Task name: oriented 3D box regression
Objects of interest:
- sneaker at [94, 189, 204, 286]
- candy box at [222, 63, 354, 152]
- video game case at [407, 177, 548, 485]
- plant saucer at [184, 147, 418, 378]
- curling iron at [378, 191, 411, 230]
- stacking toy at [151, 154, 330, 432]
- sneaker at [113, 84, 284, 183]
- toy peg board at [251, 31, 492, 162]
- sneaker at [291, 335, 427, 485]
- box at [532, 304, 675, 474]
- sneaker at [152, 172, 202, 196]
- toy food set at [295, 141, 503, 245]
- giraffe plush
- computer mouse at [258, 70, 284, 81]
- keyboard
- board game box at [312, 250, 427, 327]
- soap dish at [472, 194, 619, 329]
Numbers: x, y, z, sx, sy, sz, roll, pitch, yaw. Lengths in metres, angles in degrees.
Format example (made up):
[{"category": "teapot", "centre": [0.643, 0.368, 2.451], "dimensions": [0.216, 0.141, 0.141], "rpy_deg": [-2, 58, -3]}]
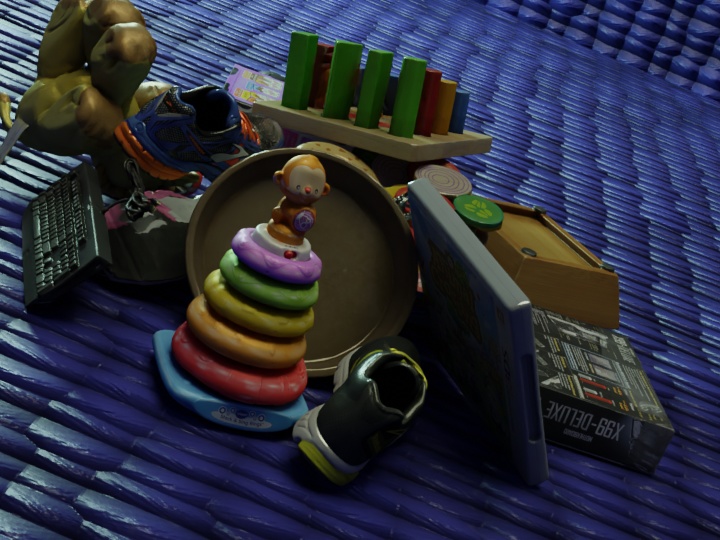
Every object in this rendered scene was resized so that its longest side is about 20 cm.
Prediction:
[{"category": "sneaker", "centre": [-0.156, -0.025, 1.308], "dimensions": [0.199, 0.086, 0.081], "rpy_deg": [-14, 79, -36]}, {"category": "candy box", "centre": [-0.071, -0.157, 1.734], "dimensions": [0.199, 0.072, 0.168], "rpy_deg": [20, 19, -5]}, {"category": "video game case", "centre": [0.094, 0.048, 1.222], "dimensions": [0.022, 0.183, 0.200], "rpy_deg": [-19, 37, -12]}, {"category": "plant saucer", "centre": [-0.049, -0.005, 1.250], "dimensions": [0.199, 0.201, 0.029], "rpy_deg": [19, -24, -8]}, {"category": "curling iron", "centre": [-0.003, -0.030, 1.372], "dimensions": [0.049, 0.200, 0.026], "rpy_deg": [-30, 91, -35]}, {"category": "stacking toy", "centre": [-0.068, 0.008, 1.105], "dimensions": [0.115, 0.201, 0.110], "rpy_deg": [14, 20, -24]}, {"category": "sneaker", "centre": [-0.125, -0.122, 1.329], "dimensions": [0.076, 0.078, 0.200], "rpy_deg": [54, 27, 15]}, {"category": "toy peg board", "centre": [0.022, -0.191, 1.602], "dimensions": [0.199, 0.099, 0.199], "rpy_deg": [18, 15, 25]}, {"category": "sneaker", "centre": [0.021, 0.094, 1.129], "dimensions": [0.075, 0.084, 0.200], "rpy_deg": [49, 25, -5]}, {"category": "box", "centre": [0.187, 0.097, 1.377], "dimensions": [0.157, 0.050, 0.200], "rpy_deg": [19, 20, -11]}, {"category": "sneaker", "centre": [-0.193, -0.133, 1.539], "dimensions": [0.084, 0.077, 0.200], "rpy_deg": [15, 20, -34]}, {"category": "toy food set", "centre": [0.037, -0.069, 1.490], "dimensions": [0.197, 0.049, 0.200], "rpy_deg": [-9, 38, -36]}, {"category": "giraffe plush", "centre": [-0.227, -0.138, 1.403], "dimensions": [0.162, 0.200, 0.173], "rpy_deg": [29, 18, -40]}, {"category": "computer mouse", "centre": [-0.145, -0.232, 1.910], "dimensions": [0.058, 0.034, 0.200], "rpy_deg": [28, 21, 15]}, {"category": "keyboard", "centre": [-0.224, -0.045, 1.221], "dimensions": [0.021, 0.127, 0.200], "rpy_deg": [57, 2, -29]}, {"category": "board game box", "centre": [0.020, 0.020, 1.356], "dimensions": [0.199, 0.020, 0.103], "rpy_deg": [13, -17, -26]}, {"category": "soap dish", "centre": [0.169, -0.009, 1.591], "dimensions": [0.156, 0.082, 0.200], "rpy_deg": [10, 22, -31]}]
